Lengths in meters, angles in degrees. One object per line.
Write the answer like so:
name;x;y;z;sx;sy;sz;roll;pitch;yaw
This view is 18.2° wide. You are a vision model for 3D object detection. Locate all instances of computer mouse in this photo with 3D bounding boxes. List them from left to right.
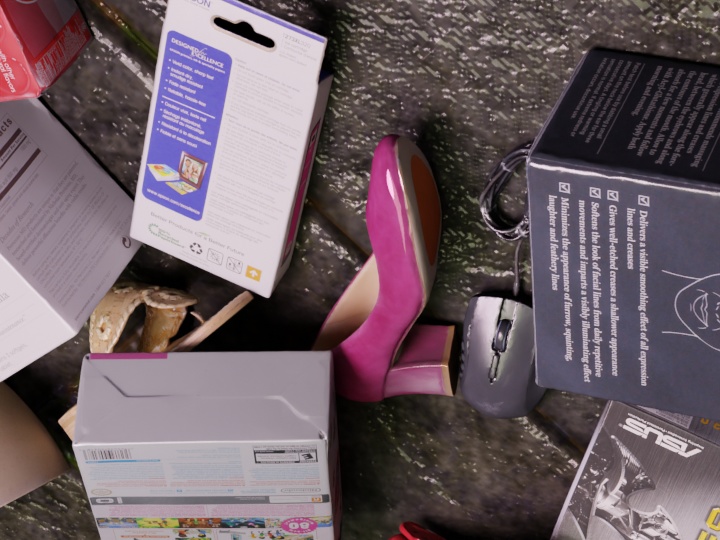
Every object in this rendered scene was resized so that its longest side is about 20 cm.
computer mouse;0.086;0.013;1.264;0.058;0.034;0.201;16;132;16

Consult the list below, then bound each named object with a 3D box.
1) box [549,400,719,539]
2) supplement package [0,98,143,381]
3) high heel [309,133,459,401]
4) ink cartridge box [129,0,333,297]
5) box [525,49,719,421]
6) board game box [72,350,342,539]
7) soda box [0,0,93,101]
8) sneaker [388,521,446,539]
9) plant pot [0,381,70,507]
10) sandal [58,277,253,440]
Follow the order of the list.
box;0.219;0.150;1.299;0.199;0.048;0.159;25;134;7
supplement package;-0.242;-0.046;1.331;0.113;0.110;0.200;-30;110;40
high heel;0.000;0.000;1.276;0.095;0.068;0.201;2;142;13
ink cartridge box;-0.072;-0.079;1.269;0.094;0.037;0.201;24;136;9
box;0.194;-0.011;1.137;0.198;0.107;0.149;11;131;20
board game box;-0.086;0.123;1.354;0.146;0.065;0.201;0;148;1
soda box;-0.225;-0.191;1.234;0.069;0.064;0.201;-4;124;30
sneaker;0.055;0.197;1.360;0.115;0.079;0.200;22;165;16
plant pot;-0.306;0.114;1.464;0.200;0.200;0.135;-27;89;40
sandal;-0.147;0.040;1.382;0.070;0.078;0.212;51;141;0
